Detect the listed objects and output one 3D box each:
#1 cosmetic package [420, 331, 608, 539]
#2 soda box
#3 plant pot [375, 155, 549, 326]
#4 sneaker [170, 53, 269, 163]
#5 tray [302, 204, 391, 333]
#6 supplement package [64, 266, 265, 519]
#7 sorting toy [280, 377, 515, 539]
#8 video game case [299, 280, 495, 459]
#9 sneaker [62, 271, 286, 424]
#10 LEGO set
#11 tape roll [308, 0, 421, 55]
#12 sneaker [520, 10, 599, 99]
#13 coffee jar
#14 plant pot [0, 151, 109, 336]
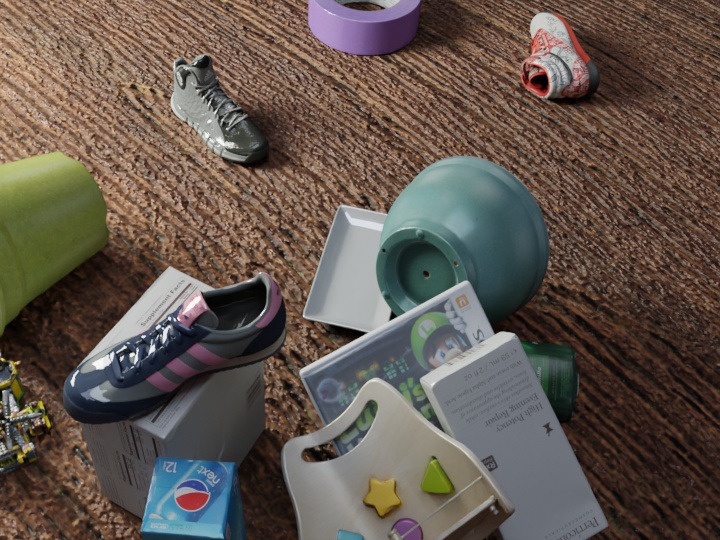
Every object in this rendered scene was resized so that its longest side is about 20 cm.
[{"bbox_3d":[0.145,0.173,0.779,0.100,0.074,0.203,-28,90,-4],"label":"cosmetic package"},{"bbox_3d":[-0.137,0.240,0.697,0.066,0.202,0.065,4,48,0],"label":"soda box"},{"bbox_3d":[0.097,-0.013,0.917,0.198,0.204,0.134,31,36,21],"label":"plant pot"},{"bbox_3d":[-0.211,-0.244,1.169,0.198,0.117,0.075,35,54,24],"label":"sneaker"},{"bbox_3d":[0.000,0.000,1.038,0.105,0.022,0.203,11,49,6],"label":"tray"},{"bbox_3d":[-0.177,0.133,0.787,0.109,0.202,0.157,23,50,15],"label":"supplement package"},{"bbox_3d":[0.015,0.206,0.758,0.198,0.107,0.182,-35,69,0],"label":"sorting toy"},{"bbox_3d":[0.063,0.138,0.820,0.197,0.023,0.185,-27,91,-4],"label":"video game case"},{"bbox_3d":[-0.153,0.055,0.667,0.197,0.083,0.070,-24,56,-24],"label":"sneaker"},{"bbox_3d":[-0.420,0.149,0.807,0.196,0.117,0.155,-15,51,-18],"label":"LEGO set"},{"bbox_3d":[0.007,-0.461,1.411,0.195,0.066,0.203,2,48,-2],"label":"tape roll"},{"bbox_3d":[0.305,-0.362,1.348,0.105,0.068,0.204,-11,53,-18],"label":"sneaker"},{"bbox_3d":[0.132,0.116,0.890,0.195,0.104,0.088,5,82,-1],"label":"coffee jar"},{"bbox_3d":[-0.405,-0.048,0.950,0.198,0.203,0.184,31,42,21],"label":"plant pot"}]
